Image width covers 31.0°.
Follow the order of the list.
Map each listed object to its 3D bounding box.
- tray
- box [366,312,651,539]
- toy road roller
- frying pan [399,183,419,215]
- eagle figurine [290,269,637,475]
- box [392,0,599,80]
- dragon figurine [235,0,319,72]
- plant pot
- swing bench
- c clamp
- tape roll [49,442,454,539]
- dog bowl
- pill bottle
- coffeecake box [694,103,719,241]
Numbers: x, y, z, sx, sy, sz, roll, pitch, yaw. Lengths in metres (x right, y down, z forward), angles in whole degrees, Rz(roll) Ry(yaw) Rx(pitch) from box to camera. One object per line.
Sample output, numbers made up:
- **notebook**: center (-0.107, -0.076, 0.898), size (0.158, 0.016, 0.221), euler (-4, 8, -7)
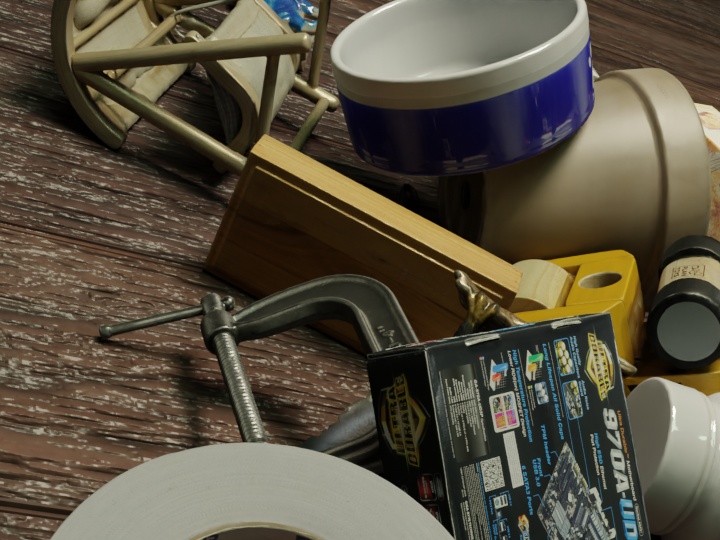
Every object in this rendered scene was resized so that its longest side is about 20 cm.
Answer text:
- **tray**: center (0.000, 0.000, 0.884), size (0.198, 0.099, 0.037), euler (28, 29, 2)
- **box**: center (0.086, 0.130, 0.672), size (0.158, 0.046, 0.203), euler (-7, 86, -45)
- **toy road roller**: center (0.191, 0.068, 0.945), size (0.197, 0.148, 0.123), euler (-5, 19, 20)
- **frying pan**: center (0.025, -0.014, 0.999), size (0.114, 0.031, 0.191), euler (9, 30, -31)
- **eagle figurine**: center (0.051, 0.099, 0.771), size (0.150, 0.151, 0.201), euler (1, 49, 41)
- **box**: center (0.119, -0.196, 1.292), size (0.198, 0.113, 0.102), euler (13, 31, -26)
- **dragon figurine**: center (-0.088, -0.243, 1.249), size (0.098, 0.059, 0.201), euler (22, 28, -9)
- **plant pot**: center (0.162, -0.063, 1.057), size (0.171, 0.202, 0.201), euler (-2, 37, -16)
- **swing bench**: center (-0.122, -0.175, 1.035), size (0.197, 0.131, 0.199), euler (14, 29, 5)
- **c clamp**: center (-0.046, 0.063, 0.732), size (0.169, 0.027, 0.200), euler (-20, 35, -12)
- **tape roll**: center (-0.044, 0.169, 0.550), size (0.197, 0.067, 0.202), euler (6, 39, -5)
- **dog bowl**: center (0.080, -0.153, 1.002), size (0.197, 0.080, 0.201), euler (-11, 30, 6)
- **pill bottle**: center (0.265, 0.148, 0.851), size (0.198, 0.115, 0.115), euler (21, 29, -10)
- **coffeecake box**: center (0.309, -0.029, 1.135), size (0.072, 0.155, 0.201), euler (2, 36, -36)
